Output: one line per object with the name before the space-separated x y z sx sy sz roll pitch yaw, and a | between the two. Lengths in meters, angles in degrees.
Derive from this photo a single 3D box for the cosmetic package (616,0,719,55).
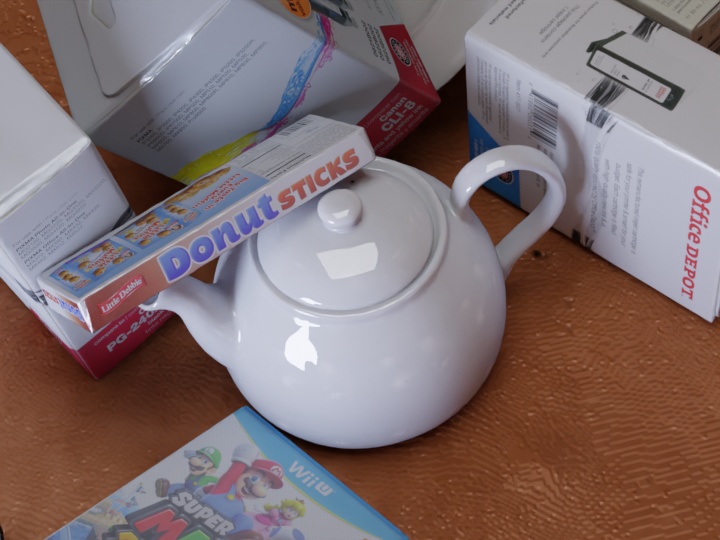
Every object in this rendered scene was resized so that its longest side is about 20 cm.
cosmetic package | 0.162 -0.194 1.313 0.200 0.104 0.073 36 64 25

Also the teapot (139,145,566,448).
teapot | 0.000 0.000 1.170 0.196 0.146 0.201 19 59 18

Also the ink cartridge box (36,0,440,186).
ink cartridge box | -0.080 -0.146 1.221 0.144 0.200 0.146 -39 53 24

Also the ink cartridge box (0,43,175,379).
ink cartridge box | -0.203 -0.045 1.185 0.083 0.200 0.145 -39 61 -11

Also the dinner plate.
dinner plate | 0.027 -0.204 1.306 0.200 0.024 0.201 -21 60 40

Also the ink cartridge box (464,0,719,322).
ink cartridge box | 0.168 -0.080 1.207 0.200 0.146 0.084 32 62 24

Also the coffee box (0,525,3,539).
coffee box | -0.253 0.227 1.080 0.112 0.080 0.201 -12 56 -2

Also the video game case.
video game case | -0.089 0.169 1.106 0.143 0.018 0.200 36 48 27

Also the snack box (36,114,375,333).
snack box | -0.089 -0.031 1.121 0.199 0.024 0.072 -33 25 -19
